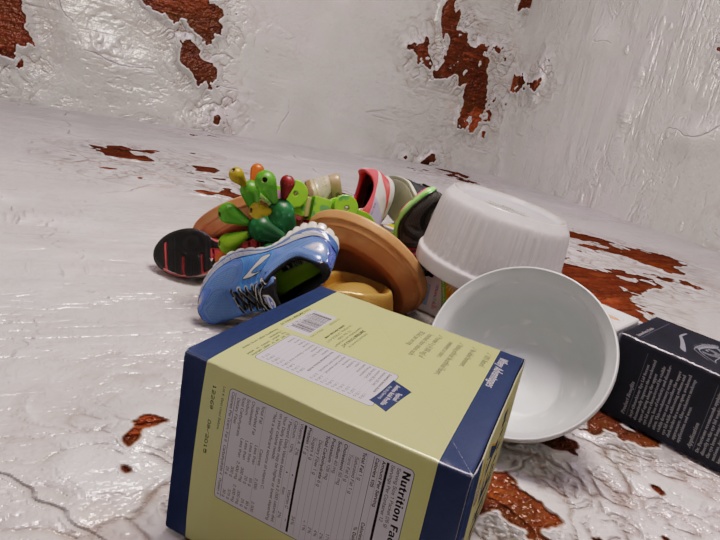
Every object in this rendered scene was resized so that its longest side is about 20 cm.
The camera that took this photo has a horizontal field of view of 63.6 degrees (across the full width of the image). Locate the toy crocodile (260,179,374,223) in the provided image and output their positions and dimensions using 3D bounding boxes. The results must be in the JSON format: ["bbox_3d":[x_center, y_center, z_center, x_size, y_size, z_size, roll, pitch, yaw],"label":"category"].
[{"bbox_3d":[-0.068,-0.089,0.853,0.195,0.064,0.067,14,-2,-18],"label":"toy crocodile"}]

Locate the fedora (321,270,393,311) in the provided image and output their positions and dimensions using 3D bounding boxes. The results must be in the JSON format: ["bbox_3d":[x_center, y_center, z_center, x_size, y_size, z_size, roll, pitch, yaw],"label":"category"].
[{"bbox_3d":[-0.017,0.053,0.745,0.195,0.084,0.201,10,17,-3],"label":"fedora"}]

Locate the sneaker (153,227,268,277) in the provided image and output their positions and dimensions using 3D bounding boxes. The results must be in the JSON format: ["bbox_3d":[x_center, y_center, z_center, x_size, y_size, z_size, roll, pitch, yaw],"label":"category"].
[{"bbox_3d":[-0.213,-0.013,0.885,0.194,0.076,0.087,-1,-21,-3],"label":"sneaker"}]

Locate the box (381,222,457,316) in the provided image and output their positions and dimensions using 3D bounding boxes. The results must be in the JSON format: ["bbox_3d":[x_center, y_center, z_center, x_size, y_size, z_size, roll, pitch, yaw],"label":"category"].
[{"bbox_3d":[0.125,0.001,0.964,0.197,0.116,0.100,24,21,31],"label":"box"}]

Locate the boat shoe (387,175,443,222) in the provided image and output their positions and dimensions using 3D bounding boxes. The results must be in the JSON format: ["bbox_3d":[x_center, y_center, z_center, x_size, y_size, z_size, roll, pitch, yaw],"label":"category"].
[{"bbox_3d":[0.107,-0.103,0.957,0.065,0.077,0.198,1,21,-34],"label":"boat shoe"}]

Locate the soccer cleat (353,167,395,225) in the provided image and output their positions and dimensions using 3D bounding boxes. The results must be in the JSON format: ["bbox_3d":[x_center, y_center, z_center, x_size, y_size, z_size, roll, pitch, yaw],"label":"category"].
[{"bbox_3d":[0.002,-0.063,0.930,0.067,0.206,0.073,9,-7,38],"label":"soccer cleat"}]

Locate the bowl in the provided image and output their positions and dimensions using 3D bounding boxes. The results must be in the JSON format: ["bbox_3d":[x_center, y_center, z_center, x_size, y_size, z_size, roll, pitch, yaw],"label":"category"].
[{"bbox_3d":[0.175,0.105,0.636,0.195,0.091,0.205,-11,50,13],"label":"bowl"}]

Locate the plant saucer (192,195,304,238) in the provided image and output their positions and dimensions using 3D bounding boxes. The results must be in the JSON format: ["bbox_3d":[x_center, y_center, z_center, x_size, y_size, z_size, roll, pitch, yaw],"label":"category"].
[{"bbox_3d":[-0.174,-0.072,0.947,0.195,0.033,0.201,-20,-12,-4],"label":"plant saucer"}]

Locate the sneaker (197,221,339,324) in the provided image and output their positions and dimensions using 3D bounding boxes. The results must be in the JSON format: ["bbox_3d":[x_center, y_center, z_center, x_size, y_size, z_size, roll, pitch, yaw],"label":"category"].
[{"bbox_3d":[-0.117,0.015,0.694,0.196,0.079,0.090,-27,30,16],"label":"sneaker"}]

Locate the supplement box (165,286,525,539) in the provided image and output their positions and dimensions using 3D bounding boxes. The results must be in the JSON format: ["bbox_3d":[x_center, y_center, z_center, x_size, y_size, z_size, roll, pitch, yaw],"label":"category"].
[{"bbox_3d":[0.000,0.124,0.438,0.195,0.138,0.199,18,18,20],"label":"supplement box"}]

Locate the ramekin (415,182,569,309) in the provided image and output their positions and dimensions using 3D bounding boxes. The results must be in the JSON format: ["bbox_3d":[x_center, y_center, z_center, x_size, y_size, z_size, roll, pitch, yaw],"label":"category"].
[{"bbox_3d":[0.181,-0.040,0.771,0.195,0.108,0.201,16,19,-6],"label":"ramekin"}]

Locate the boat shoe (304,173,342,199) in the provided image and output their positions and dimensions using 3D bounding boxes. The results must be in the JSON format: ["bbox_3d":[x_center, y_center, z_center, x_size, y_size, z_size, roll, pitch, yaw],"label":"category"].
[{"bbox_3d":[-0.040,-0.072,0.968,0.063,0.202,0.072,-19,51,-4],"label":"boat shoe"}]

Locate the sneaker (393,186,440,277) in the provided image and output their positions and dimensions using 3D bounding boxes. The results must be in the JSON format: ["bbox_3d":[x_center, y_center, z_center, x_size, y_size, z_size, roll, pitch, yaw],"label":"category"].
[{"bbox_3d":[0.086,-0.031,0.888,0.082,0.204,0.076,26,25,19],"label":"sneaker"}]

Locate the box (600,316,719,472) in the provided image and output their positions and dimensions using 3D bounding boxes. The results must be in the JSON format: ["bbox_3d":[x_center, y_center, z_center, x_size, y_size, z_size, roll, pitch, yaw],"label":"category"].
[{"bbox_3d":[0.415,0.150,0.702,0.146,0.107,0.198,-6,24,-45],"label":"box"}]

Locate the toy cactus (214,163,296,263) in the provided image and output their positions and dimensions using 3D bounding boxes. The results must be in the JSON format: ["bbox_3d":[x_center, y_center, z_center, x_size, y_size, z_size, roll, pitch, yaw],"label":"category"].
[{"bbox_3d":[-0.109,-0.049,0.766,0.162,0.202,0.103,24,42,-3],"label":"toy cactus"}]

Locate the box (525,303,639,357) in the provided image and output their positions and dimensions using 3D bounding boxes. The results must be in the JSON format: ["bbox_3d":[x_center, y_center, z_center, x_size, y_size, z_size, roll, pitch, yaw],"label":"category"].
[{"bbox_3d":[0.267,0.099,0.773,0.123,0.100,0.197,26,21,39],"label":"box"}]

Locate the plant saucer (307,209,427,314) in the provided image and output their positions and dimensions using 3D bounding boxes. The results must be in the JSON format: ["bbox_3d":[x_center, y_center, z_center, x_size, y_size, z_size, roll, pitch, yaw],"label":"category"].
[{"bbox_3d":[0.000,0.000,0.822,0.196,0.202,0.038,21,58,25],"label":"plant saucer"}]
